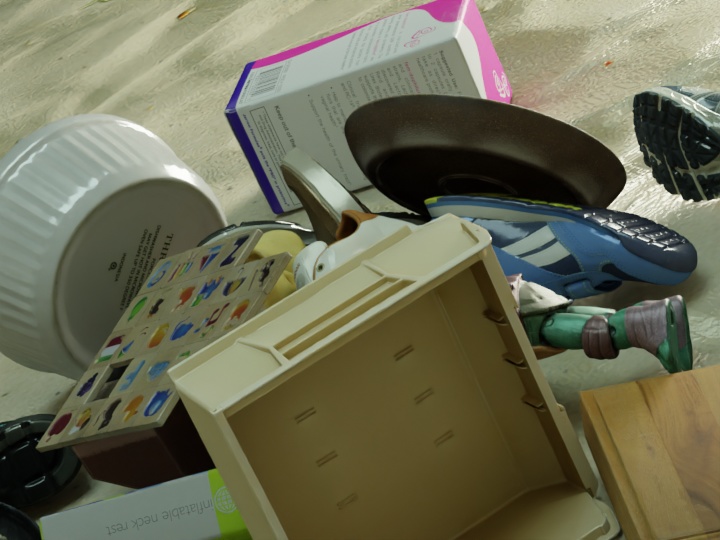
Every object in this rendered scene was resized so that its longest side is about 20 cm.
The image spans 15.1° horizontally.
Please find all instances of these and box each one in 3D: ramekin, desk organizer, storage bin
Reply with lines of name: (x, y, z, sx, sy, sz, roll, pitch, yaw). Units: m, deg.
ramekin: (-0.185, -0.008, 1.991, 0.202, 0.202, 0.094, -36, 37, -23)
desk organizer: (-0.126, 0.081, 1.881, 0.072, 0.077, 0.200, -18, 26, 26)
storage bin: (0.025, 0.101, 1.544, 0.199, 0.200, 0.094, -32, 22, -15)

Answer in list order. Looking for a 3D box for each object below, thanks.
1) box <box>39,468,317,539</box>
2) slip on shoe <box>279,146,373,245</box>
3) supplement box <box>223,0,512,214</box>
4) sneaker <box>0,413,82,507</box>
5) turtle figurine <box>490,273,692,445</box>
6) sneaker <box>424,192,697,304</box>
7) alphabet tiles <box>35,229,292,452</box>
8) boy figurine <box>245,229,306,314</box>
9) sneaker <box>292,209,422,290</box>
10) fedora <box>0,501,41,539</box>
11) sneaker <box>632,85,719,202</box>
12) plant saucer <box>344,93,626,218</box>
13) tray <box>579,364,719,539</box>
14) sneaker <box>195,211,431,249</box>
box: (-0.101, 0.156, 1.672, 0.200, 0.048, 0.122, -16, -11, 20)
slip on shoe: (0.000, 0.000, 1.845, 0.061, 0.200, 0.076, -42, -19, 4)
supplement box: (0.009, -0.135, 2.174, 0.200, 0.103, 0.101, -18, 23, 19)
sneaker: (-0.286, 0.157, 1.912, 0.200, 0.075, 0.079, -21, 7, 0)
turtle figurine: (0.101, 0.052, 1.686, 0.200, 0.101, 0.150, -9, 17, 15)
sneaker: (0.133, -0.004, 1.828, 0.200, 0.082, 0.074, 9, 6, 32)
alphabet tiles: (-0.121, 0.042, 1.771, 0.200, 0.008, 0.167, -15, 37, 55)
boy figurine: (-0.053, 0.048, 1.777, 0.064, 0.124, 0.200, -24, 52, 10)
sneaker: (-0.014, 0.036, 1.725, 0.085, 0.073, 0.200, 20, 41, 3)
fedora: (-0.299, 0.191, 1.771, 0.201, 0.092, 0.201, -17, 32, 11)
sneaker: (0.272, -0.091, 1.883, 0.086, 0.078, 0.200, -25, 27, -31)
plant saucer: (0.084, -0.067, 1.893, 0.200, 0.200, 0.032, -4, 66, 39)
tray: (0.190, 0.115, 1.531, 0.099, 0.037, 0.200, -11, 24, -2)
sneaker: (-0.016, 0.025, 1.917, 0.200, 0.115, 0.076, -4, -18, -33)
